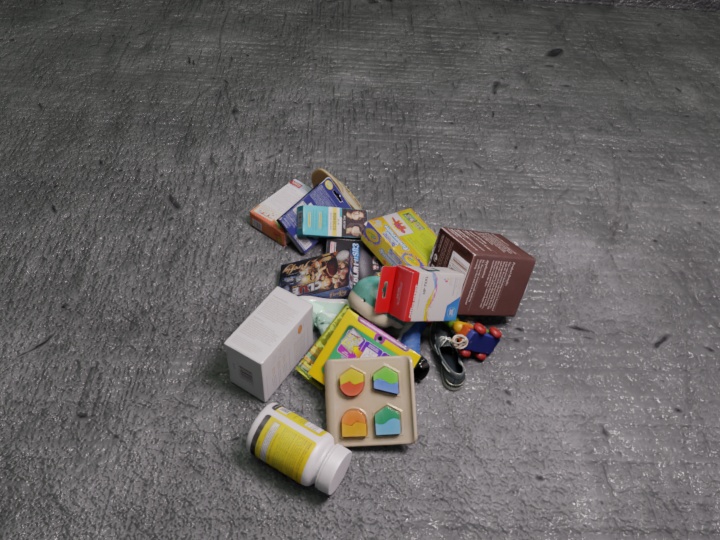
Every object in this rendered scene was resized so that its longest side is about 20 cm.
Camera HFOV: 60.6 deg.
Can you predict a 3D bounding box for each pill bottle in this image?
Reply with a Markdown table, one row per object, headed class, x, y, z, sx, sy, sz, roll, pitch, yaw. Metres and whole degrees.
| class | x | y | z | sx | sy | sz | roll | pitch | yaw |
| --- | --- | --- | --- | --- | --- | --- | --- | --- | --- |
| pill bottle | -0.125 | 0.367 | 1.267 | 0.198 | 0.115 | 0.114 | 25 | 49 | 18 |

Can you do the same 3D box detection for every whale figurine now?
| class | x | y | z | sx | sy | sz | roll | pitch | yaw |
| --- | --- | --- | --- | --- | --- | --- | --- | --- | --- |
| whale figurine | 0.055 | 0.076 | 1.509 | 0.159 | 0.200 | 0.104 | 37 | 96 | 27 |

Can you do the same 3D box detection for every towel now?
| class | x | y | z | sx | sy | sz | roll | pitch | yaw |
| --- | --- | --- | --- | --- | --- | --- | --- | --- | --- |
| towel | -0.062 | 0.180 | 1.454 | 0.086 | 0.018 | 0.201 | 36 | 75 | 9 |

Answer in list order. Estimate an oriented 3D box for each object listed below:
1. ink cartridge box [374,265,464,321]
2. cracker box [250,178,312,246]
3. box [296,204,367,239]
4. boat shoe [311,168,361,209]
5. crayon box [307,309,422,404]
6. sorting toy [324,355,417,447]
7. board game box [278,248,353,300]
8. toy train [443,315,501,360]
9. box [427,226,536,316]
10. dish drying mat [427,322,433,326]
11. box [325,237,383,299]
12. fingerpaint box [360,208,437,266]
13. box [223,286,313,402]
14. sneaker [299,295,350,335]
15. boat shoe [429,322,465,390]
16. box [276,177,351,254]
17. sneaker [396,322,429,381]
| class | x | y | z | sx | sy | sz | roll | pitch | yaw |
| --- | --- | --- | --- | --- | --- | --- | --- | --- | --- |
| ink cartridge box | 0.136 | 0.053 | 1.415 | 0.198 | 0.118 | 0.067 | 2 | 14 | -34 |
| cracker box | -0.207 | -0.172 | 1.804 | 0.133 | 0.058 | 0.200 | 32 | 53 | 21 |
| box | -0.077 | -0.133 | 1.718 | 0.198 | 0.049 | 0.083 | 1 | 88 | -28 |
| boat shoe | -0.067 | -0.219 | 1.806 | 0.074 | 0.201 | 0.067 | -31 | 18 | 25 |
| crayon box | 0.011 | 0.215 | 1.388 | 0.199 | 0.058 | 0.174 | 32 | 85 | 13 |
| sorting toy | 0.019 | 0.281 | 1.325 | 0.197 | 0.036 | 0.188 | -4 | 81 | 8 |
| board game box | -0.115 | 0.023 | 1.594 | 0.198 | 0.035 | 0.136 | -14 | 45 | 13 |
| toy train | 0.240 | 0.141 | 1.479 | 0.199 | 0.085 | 0.116 | 17 | 22 | -45 |
| box | 0.294 | 0.005 | 1.548 | 0.198 | 0.168 | 0.164 | 4 | 24 | -28 |
| dish drying mat | 0.195 | 0.066 | 1.642 | 0.076 | 0.018 | 0.201 | 11 | 47 | 4 |
| box | 0.000 | 0.000 | 1.668 | 0.196 | 0.050 | 0.201 | 5 | 46 | -2 |
| fingerpaint box | 0.127 | -0.063 | 1.665 | 0.166 | 0.074 | 0.200 | -20 | 57 | -37 |
| box | -0.205 | 0.167 | 1.420 | 0.106 | 0.153 | 0.200 | 25 | 49 | 19 |
| sneaker | -0.110 | 0.130 | 1.519 | 0.198 | 0.074 | 0.119 | -1 | 50 | -4 |
| boat shoe | 0.216 | 0.189 | 1.496 | 0.072 | 0.062 | 0.202 | -2 | 49 | -7 |
| box | -0.127 | -0.156 | 1.738 | 0.200 | 0.122 | 0.032 | -44 | 17 | -21 |
| sneaker | 0.130 | 0.199 | 1.469 | 0.111 | 0.077 | 0.200 | 26 | 54 | 27 |
